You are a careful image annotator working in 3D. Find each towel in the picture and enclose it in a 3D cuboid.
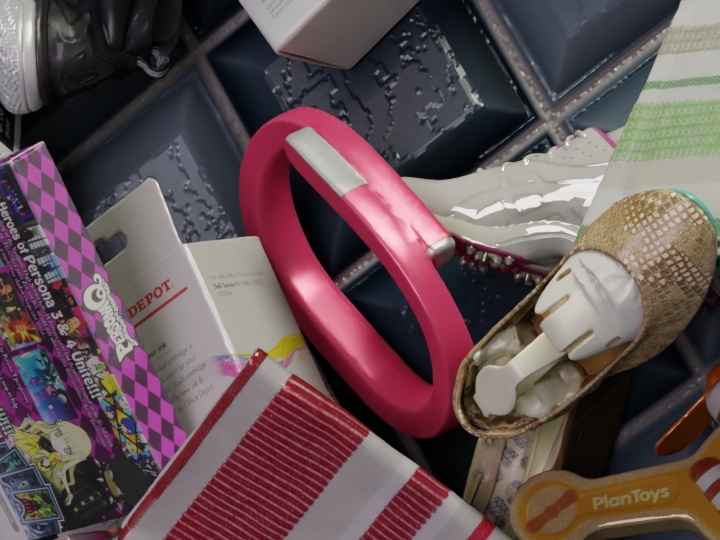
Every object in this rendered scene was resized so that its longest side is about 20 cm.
[{"bbox_3d":[0.198,-0.083,1.430,0.149,0.031,0.201,1,56,46],"label":"towel"},{"bbox_3d":[-0.012,0.150,1.474,0.200,0.023,0.144,37,116,-2],"label":"towel"}]

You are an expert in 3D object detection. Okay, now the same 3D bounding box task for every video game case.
[{"bbox_3d":[-0.195,0.048,1.544,0.181,0.036,0.201,-18,103,38],"label":"video game case"}]

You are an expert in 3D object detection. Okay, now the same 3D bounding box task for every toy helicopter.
[{"bbox_3d":[0.172,0.101,1.453,0.199,0.079,0.133,-11,62,11],"label":"toy helicopter"}]

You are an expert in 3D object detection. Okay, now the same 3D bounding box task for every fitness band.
[{"bbox_3d":[0.000,0.000,1.552,0.200,0.037,0.144,49,153,28],"label":"fitness band"}]

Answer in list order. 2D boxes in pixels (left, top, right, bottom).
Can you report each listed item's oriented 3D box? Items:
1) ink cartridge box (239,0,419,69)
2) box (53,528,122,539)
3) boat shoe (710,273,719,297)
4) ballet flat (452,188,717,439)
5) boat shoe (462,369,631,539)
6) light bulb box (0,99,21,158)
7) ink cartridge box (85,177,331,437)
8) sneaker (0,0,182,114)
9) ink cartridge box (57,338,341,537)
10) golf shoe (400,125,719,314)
[{"bbox_3d":[-0.031,-0.236,1.607,0.146,0.083,0.200,-43,67,21],"label":"ink cartridge box"},{"bbox_3d":[-0.183,0.216,1.632,0.199,0.102,0.095,-25,75,38],"label":"box"},{"bbox_3d":[0.250,-0.056,1.435,0.202,0.074,0.065,-42,102,5],"label":"boat shoe"},{"bbox_3d":[0.104,0.031,1.408,0.071,0.065,0.200,49,142,10],"label":"ballet flat"},{"bbox_3d":[0.081,0.124,1.527,0.062,0.073,0.201,20,85,35],"label":"boat shoe"},{"bbox_3d":[-0.305,-0.113,1.647,0.125,0.200,0.199,-38,32,21],"label":"light bulb box"},{"bbox_3d":[-0.088,0.060,1.566,0.117,0.067,0.201,-35,72,35],"label":"ink cartridge box"},{"bbox_3d":[-0.162,-0.171,1.685,0.113,0.076,0.201,-5,47,-6],"label":"sneaker"},{"bbox_3d":[-0.078,0.140,1.636,0.200,0.050,0.161,-44,66,34],"label":"ink cartridge box"},{"bbox_3d":[0.108,-0.036,1.526,0.199,0.075,0.092,11,83,22],"label":"golf shoe"}]
